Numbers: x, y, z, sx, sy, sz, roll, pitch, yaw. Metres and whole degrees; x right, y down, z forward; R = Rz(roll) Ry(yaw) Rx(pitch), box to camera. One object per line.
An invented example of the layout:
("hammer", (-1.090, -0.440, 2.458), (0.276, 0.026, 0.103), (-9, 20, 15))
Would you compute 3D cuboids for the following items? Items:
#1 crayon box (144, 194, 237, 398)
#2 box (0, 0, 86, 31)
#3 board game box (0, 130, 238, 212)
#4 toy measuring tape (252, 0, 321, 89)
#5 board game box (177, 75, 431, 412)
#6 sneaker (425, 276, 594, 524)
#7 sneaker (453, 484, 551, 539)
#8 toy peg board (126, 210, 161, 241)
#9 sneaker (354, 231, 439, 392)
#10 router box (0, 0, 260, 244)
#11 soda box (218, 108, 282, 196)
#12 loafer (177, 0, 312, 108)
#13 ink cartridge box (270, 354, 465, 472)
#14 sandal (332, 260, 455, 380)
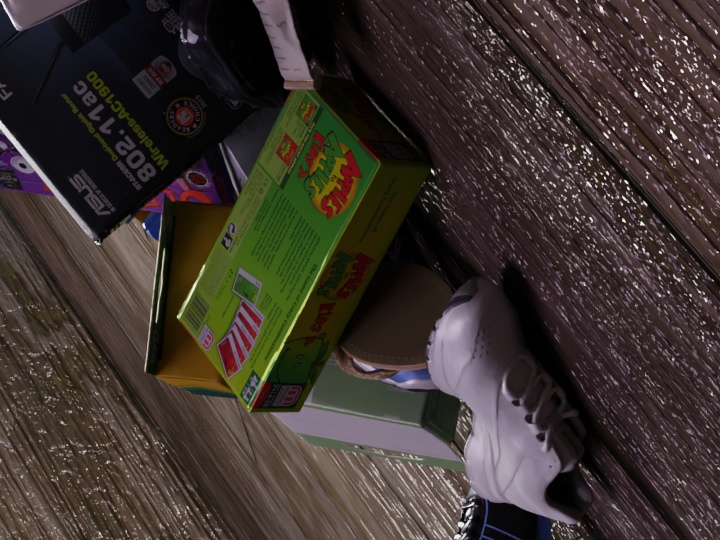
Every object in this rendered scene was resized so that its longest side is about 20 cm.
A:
("crayon box", (-0.109, 0.023, 1.668), (0.200, 0.051, 0.127), (52, -136, -82))
("box", (-0.180, -0.211, 1.438), (0.083, 0.068, 0.200), (64, -169, -10))
("board game box", (-0.197, -0.095, 1.711), (0.199, 0.032, 0.120), (8, 149, 20))
("toy measuring tape", (-0.052, -0.195, 1.376), (0.074, 0.073, 0.200), (49, 168, 38))
("board game box", (-0.040, -0.016, 1.511), (0.102, 0.047, 0.201), (49, 122, 37))
("sneaker", (0.103, 0.082, 1.463), (0.087, 0.075, 0.201), (24, 150, 40))
("sneaker", (0.087, 0.203, 1.589), (0.070, 0.077, 0.201), (132, 136, -67))
("toy peg board", (-0.218, -0.104, 1.881), (0.199, 0.098, 0.200), (31, -157, -34))
("sneaker", (0.000, 0.000, 1.614), (0.200, 0.076, 0.077), (52, 165, 10))
("router box", (-0.187, -0.141, 1.584), (0.200, 0.150, 0.062), (50, 172, -5))
("soda box", (-0.033, -0.032, 1.700), (0.201, 0.063, 0.068), (59, 169, 4))
("loafer", (-0.085, -0.140, 1.472), (0.201, 0.070, 0.069), (25, -109, -76))
("ink cartridge box", (0.005, 0.104, 1.736), (0.145, 0.048, 0.200), (9, 169, 17))
("sandal", (0.008, 0.039, 1.561), (0.211, 0.078, 0.070), (13, 154, 44))
